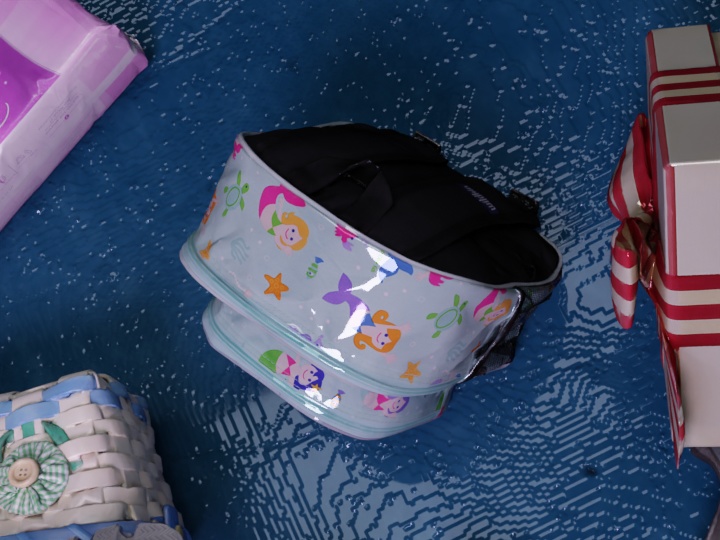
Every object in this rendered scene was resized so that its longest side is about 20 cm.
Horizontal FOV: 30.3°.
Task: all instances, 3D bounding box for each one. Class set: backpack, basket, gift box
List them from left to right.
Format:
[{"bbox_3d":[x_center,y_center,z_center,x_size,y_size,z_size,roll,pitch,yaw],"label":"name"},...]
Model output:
[{"bbox_3d":[-0.181,0.168,0.735,0.176,0.139,0.200,-15,77,6],"label":"basket"},{"bbox_3d":[0.000,0.000,0.728,0.178,0.200,0.151,35,103,17],"label":"backpack"},{"bbox_3d":[0.221,-0.008,0.676,0.187,0.185,0.200,-2,116,11],"label":"gift box"}]

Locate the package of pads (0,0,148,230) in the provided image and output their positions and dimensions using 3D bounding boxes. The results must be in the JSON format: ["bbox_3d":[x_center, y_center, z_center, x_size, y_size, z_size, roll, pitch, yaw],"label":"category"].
[{"bbox_3d":[-0.248,-0.106,0.871,0.120,0.076,0.200,37,84,20],"label":"package of pads"}]

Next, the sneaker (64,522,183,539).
[{"bbox_3d":[-0.170,0.198,0.634,0.199,0.081,0.115,-10,104,5],"label":"sneaker"}]

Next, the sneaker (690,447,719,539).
[{"bbox_3d":[0.221,0.173,0.708,0.084,0.077,0.200,-14,67,25],"label":"sneaker"}]
